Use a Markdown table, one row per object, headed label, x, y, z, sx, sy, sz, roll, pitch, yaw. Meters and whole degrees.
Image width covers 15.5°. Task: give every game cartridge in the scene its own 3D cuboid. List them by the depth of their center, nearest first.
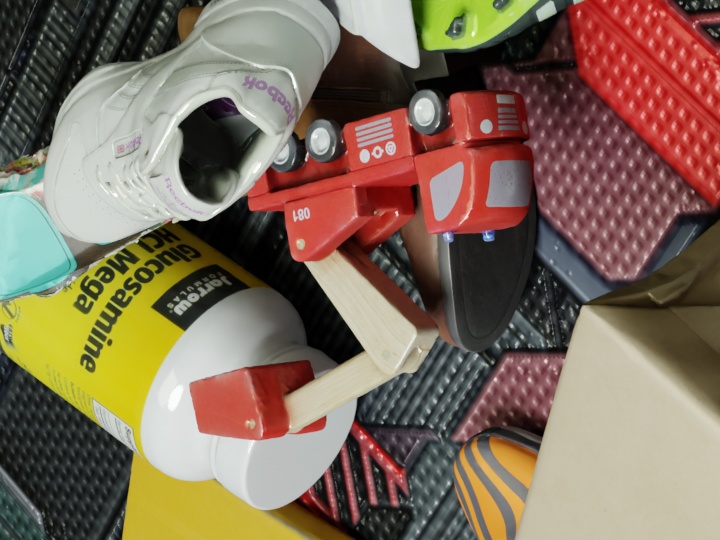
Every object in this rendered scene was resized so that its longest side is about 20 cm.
| label | x | y | z | sx | sy | sz | roll | pitch | yaw |
| --- | --- | --- | --- | --- | --- | --- | --- | --- | --- |
| game cartridge | -0.058 | 0.201 | 1.474 | 0.200 | 0.032 | 0.177 | 30 | 123 | 35 |

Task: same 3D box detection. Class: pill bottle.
| label | x | y | z | sx | sy | sz | roll | pitch | yaw |
| --- | --- | --- | --- | --- | --- | --- | --- | --- | --- |
| pill bottle | -0.101 | 0.039 | 1.398 | 0.200 | 0.112 | 0.113 | 33 | 124 | 30 |

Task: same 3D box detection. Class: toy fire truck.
| label | x | y | z | sx | sy | sz | roll | pitch | yaw |
| --- | --- | --- | --- | --- | --- | --- | --- | --- | --- |
| toy fire truck | 0.000 | 0.000 | 1.237 | 0.199 | 0.049 | 0.142 | -12 | 84 | 40 |

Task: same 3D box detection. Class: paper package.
| label | x | y | z | sx | sy | sz | roll | pitch | yaw |
| --- | --- | --- | --- | --- | --- | --- | --- | --- | --- |
| paper package | 0.171 | 0.111 | 1.148 | 0.191 | 0.103 | 0.200 | 42 | 145 | 25 |

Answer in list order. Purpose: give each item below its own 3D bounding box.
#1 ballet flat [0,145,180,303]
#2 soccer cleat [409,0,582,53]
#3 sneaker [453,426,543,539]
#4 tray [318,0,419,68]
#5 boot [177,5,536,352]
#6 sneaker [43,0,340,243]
| label | x | y | z | sx | sy | sz | roll | pitch | yaw |
| --- | --- | --- | --- | --- | --- | --- | --- | --- | --- |
| ballet flat | -0.147 | -0.036 | 1.353 | 0.199 | 0.064 | 0.076 | -20 | 112 | 12 |
| soccer cleat | 0.092 | -0.143 | 1.177 | 0.200 | 0.081 | 0.068 | -19 | 79 | 44 |
| sneaker | 0.091 | 0.168 | 1.265 | 0.200 | 0.112 | 0.078 | 53 | 132 | 16 |
| tray | -0.023 | -0.183 | 1.163 | 0.107 | 0.022 | 0.200 | 44 | 156 | 39 |
| boot | -0.014 | -0.049 | 1.320 | 0.199 | 0.068 | 0.189 | -6 | 100 | 44 |
| sneaker | -0.093 | -0.058 | 1.232 | 0.075 | 0.100 | 0.200 | 35 | 136 | -20 |
